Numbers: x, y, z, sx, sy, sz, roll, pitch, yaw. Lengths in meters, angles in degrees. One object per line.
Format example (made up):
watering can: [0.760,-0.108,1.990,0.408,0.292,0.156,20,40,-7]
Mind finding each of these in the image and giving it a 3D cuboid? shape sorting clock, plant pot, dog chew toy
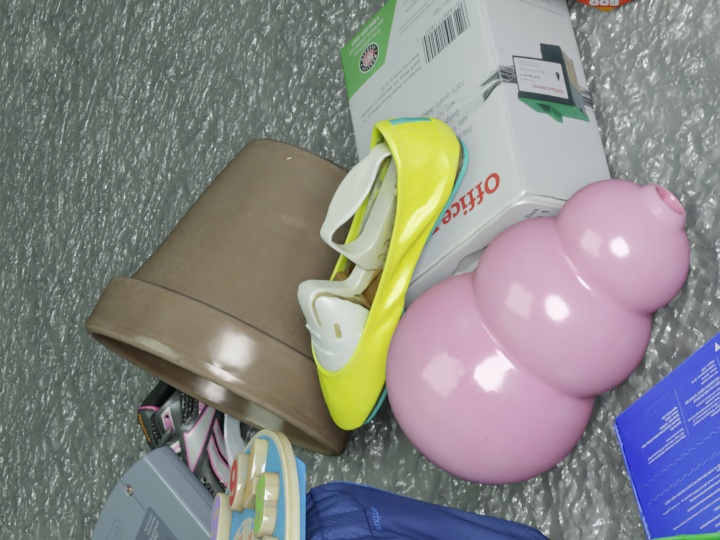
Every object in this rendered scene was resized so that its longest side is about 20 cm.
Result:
shape sorting clock: [-0.066,0.182,0.841,0.200,0.039,0.201,-172,90,-73]
plant pot: [-0.066,0.010,1.127,0.200,0.200,0.175,7,67,57]
dog chew toy: [0.105,0.029,0.906,0.200,0.124,0.125,-47,44,27]

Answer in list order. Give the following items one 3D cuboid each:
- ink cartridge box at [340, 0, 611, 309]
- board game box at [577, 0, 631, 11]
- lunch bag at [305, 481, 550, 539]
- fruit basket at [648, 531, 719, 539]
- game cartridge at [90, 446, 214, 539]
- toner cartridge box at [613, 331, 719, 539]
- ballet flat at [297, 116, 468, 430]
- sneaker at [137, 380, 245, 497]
ink cartridge box: [0.070,-0.089,1.018,0.146,0.084,0.201,-39,51,44]
board game box: [0.132,-0.291,0.885,0.199,0.199,0.201,-18,65,53]
lunch bag: [0.046,0.212,0.868,0.132,0.199,0.137,-128,53,-71]
fruit basket: [0.215,0.187,0.677,0.215,0.154,0.217,178,90,-69]
game cartridge: [-0.151,0.232,1.223,0.133,0.040,0.201,43,130,22]
toner cartridge box: [0.199,0.073,0.771,0.200,0.043,0.096,-52,46,53]
ballet flat: [0.000,0.000,0.962,0.067,0.067,0.201,41,115,51]
sneaker: [-0.136,0.131,1.254,0.080,0.086,0.201,-17,68,54]
